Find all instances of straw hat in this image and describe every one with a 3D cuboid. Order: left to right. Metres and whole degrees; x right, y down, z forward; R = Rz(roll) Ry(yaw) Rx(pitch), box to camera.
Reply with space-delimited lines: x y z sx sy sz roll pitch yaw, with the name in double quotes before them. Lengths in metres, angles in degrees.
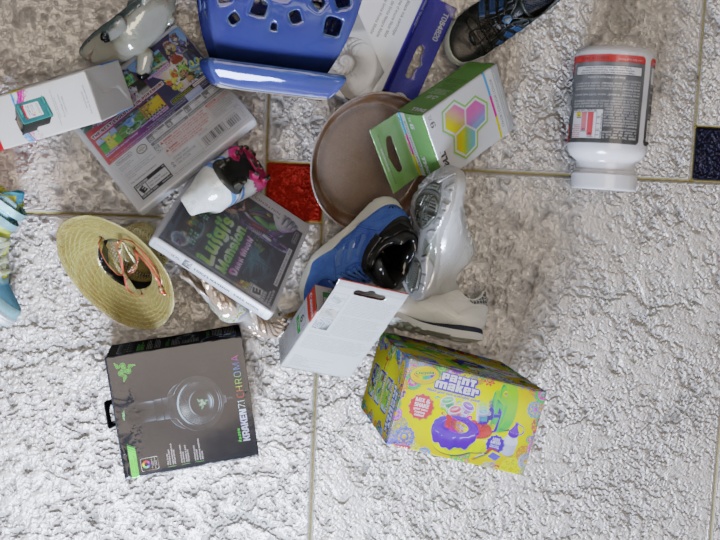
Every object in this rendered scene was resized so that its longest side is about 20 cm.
"straw hat" -0.305 -0.019 1.301 0.201 0.201 0.085 47 49 -11

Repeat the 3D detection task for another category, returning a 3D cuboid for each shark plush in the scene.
"shark plush" -0.296 -0.354 1.283 0.091 0.083 0.201 28 93 -49

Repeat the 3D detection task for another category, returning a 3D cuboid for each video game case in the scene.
"video game case" -0.271 -0.205 1.302 0.200 0.023 0.182 -39 81 -4
"video game case" -0.168 -0.049 1.293 0.181 0.200 0.023 33 128 -12

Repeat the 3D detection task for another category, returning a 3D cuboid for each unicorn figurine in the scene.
"unicorn figurine" -0.172 0.043 1.330 0.137 0.200 0.074 41 103 10

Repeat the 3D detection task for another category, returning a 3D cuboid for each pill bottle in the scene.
"pill bottle" 0.360 -0.217 1.396 0.115 0.116 0.201 3 95 -11

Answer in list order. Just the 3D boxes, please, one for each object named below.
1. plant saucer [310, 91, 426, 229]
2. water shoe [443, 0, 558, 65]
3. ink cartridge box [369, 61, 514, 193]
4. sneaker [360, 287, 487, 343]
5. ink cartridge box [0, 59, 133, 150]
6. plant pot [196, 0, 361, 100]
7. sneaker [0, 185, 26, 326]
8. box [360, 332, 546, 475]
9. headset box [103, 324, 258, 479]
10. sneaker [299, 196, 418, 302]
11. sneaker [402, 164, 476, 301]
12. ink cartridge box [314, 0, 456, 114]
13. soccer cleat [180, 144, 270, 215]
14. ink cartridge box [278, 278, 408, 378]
"plant saucer" 0.017 -0.154 1.360 0.199 0.032 0.201 -10 113 -23
"water shoe" 0.205 -0.367 1.371 0.200 0.079 0.072 -37 101 -4
"ink cartridge box" 0.117 -0.197 1.340 0.200 0.059 0.104 -37 123 -23
"sneaker" 0.090 0.051 1.407 0.199 0.076 0.081 13 81 -15
"ink cartridge box" -0.408 -0.207 1.235 0.199 0.116 0.068 -13 106 13
"plant pot" -0.111 -0.314 1.222 0.199 0.200 0.181 4 100 -14
"sneaker" -0.482 -0.034 1.283 0.130 0.080 0.201 -31 101 -4
"box" 0.125 0.182 1.358 0.199 0.193 0.123 15 93 -11
"headset box" -0.253 0.181 1.341 0.199 0.093 0.175 -8 97 -9
"sneaker" -0.001 -0.001 1.336 0.200 0.111 0.077 -45 130 11
"sneaker" 0.121 -0.055 1.346 0.099 0.078 0.201 -5 123 -31
"ink cartridge box" 0.016 -0.328 1.360 0.199 0.041 0.201 23 92 -12
"soccer cleat" -0.183 -0.117 1.279 0.086 0.200 0.070 -34 93 13
"ink cartridge box" -0.026 0.067 1.324 0.108 0.051 0.200 13 135 -23
